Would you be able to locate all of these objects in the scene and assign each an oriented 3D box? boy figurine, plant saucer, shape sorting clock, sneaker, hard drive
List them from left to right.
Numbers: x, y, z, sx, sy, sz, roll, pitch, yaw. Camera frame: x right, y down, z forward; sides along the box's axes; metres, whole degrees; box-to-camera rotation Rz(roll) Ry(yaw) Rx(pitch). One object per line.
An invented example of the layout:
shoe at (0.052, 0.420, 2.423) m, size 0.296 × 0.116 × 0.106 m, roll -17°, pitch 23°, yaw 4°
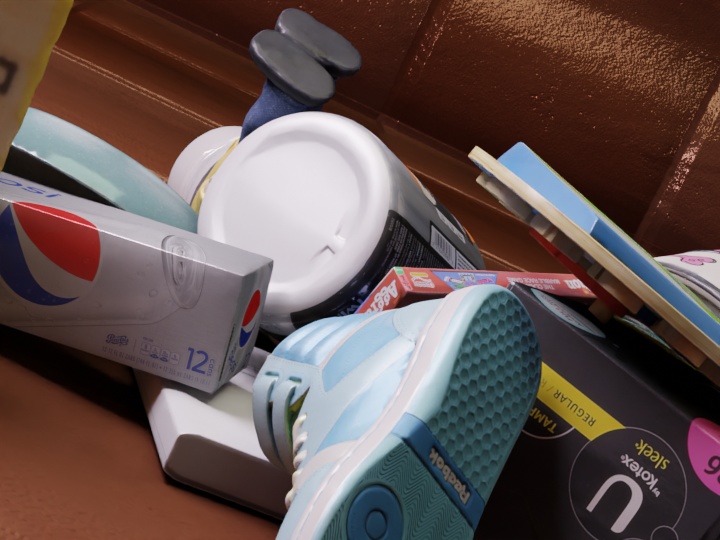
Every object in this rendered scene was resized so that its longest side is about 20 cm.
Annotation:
plant saucer at (-0.158, -0.041, 0.998) m, size 0.199 × 0.036 × 0.200 m, roll 28°, pitch -16°, yaw 9°
boy figurine at (-0.067, -0.065, 1.051) m, size 0.064 × 0.200 × 0.124 m, roll 37°, pitch 42°, yaw 2°
hard drive at (-0.053, 0.080, 0.905) m, size 0.131 × 0.027 × 0.200 m, roll 23°, pitch 9°, yaw -19°
sneaker at (-0.012, 0.090, 0.753) m, size 0.130 × 0.200 × 0.080 m, roll -8°, pitch -58°, yaw 41°
shape sorting clock at (0.128, 0.009, 0.838) m, size 0.200 × 0.039 × 0.200 m, roll 41°, pitch 8°, yaw -7°

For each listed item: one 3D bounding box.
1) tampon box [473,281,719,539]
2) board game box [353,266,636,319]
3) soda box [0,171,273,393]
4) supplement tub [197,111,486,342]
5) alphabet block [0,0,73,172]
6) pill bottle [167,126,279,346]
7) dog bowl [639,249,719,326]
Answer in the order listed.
tampon box at (0.129, 0.105, 0.871) m, size 0.150 × 0.127 × 0.200 m, roll 37°, pitch 10°, yaw 22°
board game box at (0.067, 0.039, 0.951) m, size 0.199 × 0.103 × 0.020 m, roll 2°, pitch 48°, yaw -42°
soda box at (-0.150, -0.002, 0.878) m, size 0.199 × 0.064 × 0.068 m, roll 18°, pitch 11°, yaw 8°
supplement tub at (0.000, 0.000, 0.998) m, size 0.122 × 0.123 × 0.200 m, roll 31°, pitch -5°, yaw 29°
alphabet block at (-0.282, -0.102, 0.769) m, size 0.199 × 0.197 × 0.195 m, roll 16°, pitch 16°, yaw -46°
pill bottle at (-0.055, -0.024, 1.182) m, size 0.113 × 0.114 × 0.200 m, roll 19°, pitch 12°, yaw -35°
dog bowl at (0.217, 0.077, 1.031) m, size 0.073 × 0.201 × 0.200 m, roll -24°, pitch 39°, yaw -29°
